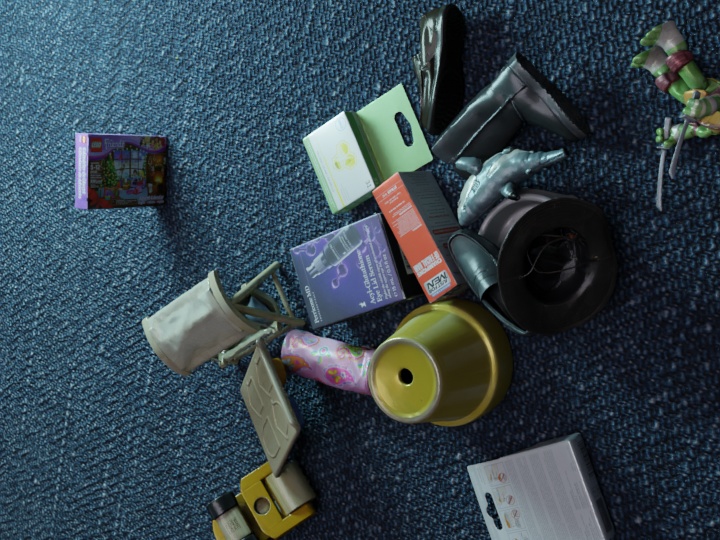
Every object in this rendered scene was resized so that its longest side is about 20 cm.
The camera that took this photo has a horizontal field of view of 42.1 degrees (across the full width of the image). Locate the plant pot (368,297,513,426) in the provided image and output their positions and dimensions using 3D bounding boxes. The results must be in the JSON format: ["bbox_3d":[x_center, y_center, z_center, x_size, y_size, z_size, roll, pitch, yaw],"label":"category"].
[{"bbox_3d":[0.113,0.153,1.464,0.198,0.188,0.204,3,97,32],"label":"plant pot"}]

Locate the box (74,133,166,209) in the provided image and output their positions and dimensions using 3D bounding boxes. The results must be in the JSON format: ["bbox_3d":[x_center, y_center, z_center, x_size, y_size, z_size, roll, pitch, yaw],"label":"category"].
[{"bbox_3d":[-0.454,-0.189,1.783,0.039,0.199,0.139,8,100,33],"label":"box"}]

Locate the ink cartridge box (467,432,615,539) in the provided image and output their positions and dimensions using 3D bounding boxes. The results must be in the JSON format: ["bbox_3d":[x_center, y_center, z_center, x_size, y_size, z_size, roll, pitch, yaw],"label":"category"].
[{"bbox_3d":[0.281,0.358,1.470,0.199,0.047,0.162,-24,83,38],"label":"ink cartridge box"}]

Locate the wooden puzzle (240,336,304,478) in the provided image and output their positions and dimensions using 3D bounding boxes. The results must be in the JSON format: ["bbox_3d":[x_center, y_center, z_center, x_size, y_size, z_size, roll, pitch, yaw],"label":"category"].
[{"bbox_3d":[-0.152,0.241,1.655,0.187,0.046,0.201,63,151,29],"label":"wooden puzzle"}]

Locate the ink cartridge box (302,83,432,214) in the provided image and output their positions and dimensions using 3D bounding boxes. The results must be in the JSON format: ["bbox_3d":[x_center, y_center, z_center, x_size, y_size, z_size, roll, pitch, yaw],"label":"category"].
[{"bbox_3d":[0.009,-0.204,1.575,0.199,0.048,0.147,-29,79,34],"label":"ink cartridge box"}]

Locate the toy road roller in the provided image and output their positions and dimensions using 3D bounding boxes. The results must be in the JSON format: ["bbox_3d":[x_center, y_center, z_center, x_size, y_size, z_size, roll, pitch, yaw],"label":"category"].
[{"bbox_3d":[-0.182,0.447,1.747,0.199,0.146,0.124,-32,75,-7],"label":"toy road roller"}]

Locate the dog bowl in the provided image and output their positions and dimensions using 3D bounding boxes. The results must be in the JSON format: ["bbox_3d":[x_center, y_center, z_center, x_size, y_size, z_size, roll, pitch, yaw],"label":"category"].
[{"bbox_3d":[0.265,-0.028,1.423,0.198,0.058,0.203,5,99,32],"label":"dog bowl"}]

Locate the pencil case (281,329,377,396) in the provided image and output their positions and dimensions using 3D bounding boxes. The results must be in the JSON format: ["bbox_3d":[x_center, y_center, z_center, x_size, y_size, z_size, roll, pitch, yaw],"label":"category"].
[{"bbox_3d":[-0.042,0.159,1.630,0.198,0.087,0.089,10,101,31],"label":"pencil case"}]

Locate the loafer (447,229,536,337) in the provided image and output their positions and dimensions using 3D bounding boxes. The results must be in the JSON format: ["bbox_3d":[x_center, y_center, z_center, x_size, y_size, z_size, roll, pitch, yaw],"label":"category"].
[{"bbox_3d":[0.199,0.017,1.394,0.201,0.070,0.068,50,118,18],"label":"loafer"}]

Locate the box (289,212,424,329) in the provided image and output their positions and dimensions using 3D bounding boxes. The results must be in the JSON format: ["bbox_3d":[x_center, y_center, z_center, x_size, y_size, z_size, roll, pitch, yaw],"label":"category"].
[{"bbox_3d":[0.000,0.000,1.569,0.198,0.104,0.150,-21,85,32],"label":"box"}]

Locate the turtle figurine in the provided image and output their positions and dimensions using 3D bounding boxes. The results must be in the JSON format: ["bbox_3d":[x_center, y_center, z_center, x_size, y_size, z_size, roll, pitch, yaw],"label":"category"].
[{"bbox_3d":[0.420,-0.215,1.252,0.199,0.143,0.195,-38,72,26],"label":"turtle figurine"}]

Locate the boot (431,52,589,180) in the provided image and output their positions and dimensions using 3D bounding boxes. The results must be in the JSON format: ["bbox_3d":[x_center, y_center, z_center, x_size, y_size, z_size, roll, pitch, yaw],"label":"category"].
[{"bbox_3d":[0.225,-0.202,1.422,0.165,0.066,0.200,47,122,4],"label":"boot"}]

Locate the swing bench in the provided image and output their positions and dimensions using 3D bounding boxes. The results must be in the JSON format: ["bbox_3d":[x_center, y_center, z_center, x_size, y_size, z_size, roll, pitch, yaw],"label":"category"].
[{"bbox_3d":[-0.246,0.092,1.681,0.198,0.199,0.131,-31,79,32],"label":"swing bench"}]

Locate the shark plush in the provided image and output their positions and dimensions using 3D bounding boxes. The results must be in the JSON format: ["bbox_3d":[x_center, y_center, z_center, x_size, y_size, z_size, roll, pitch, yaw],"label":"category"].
[{"bbox_3d":[0.229,-0.130,1.392,0.198,0.091,0.084,-14,53,32],"label":"shark plush"}]

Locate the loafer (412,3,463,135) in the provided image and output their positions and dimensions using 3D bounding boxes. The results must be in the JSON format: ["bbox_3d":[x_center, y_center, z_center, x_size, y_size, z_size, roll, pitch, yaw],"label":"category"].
[{"bbox_3d":[0.120,-0.316,1.484,0.071,0.072,0.203,13,100,43],"label":"loafer"}]

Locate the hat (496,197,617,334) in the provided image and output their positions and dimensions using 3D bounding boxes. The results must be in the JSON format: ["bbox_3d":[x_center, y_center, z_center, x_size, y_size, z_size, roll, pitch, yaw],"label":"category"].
[{"bbox_3d":[0.266,-0.013,1.331,0.081,0.198,0.203,-134,54,-65],"label":"hat"}]

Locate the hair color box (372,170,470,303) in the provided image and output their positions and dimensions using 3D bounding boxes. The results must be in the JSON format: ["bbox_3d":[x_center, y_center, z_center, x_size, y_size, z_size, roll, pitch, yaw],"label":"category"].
[{"bbox_3d":[0.110,-0.057,1.488,0.064,0.110,0.202,-35,76,31],"label":"hair color box"}]
